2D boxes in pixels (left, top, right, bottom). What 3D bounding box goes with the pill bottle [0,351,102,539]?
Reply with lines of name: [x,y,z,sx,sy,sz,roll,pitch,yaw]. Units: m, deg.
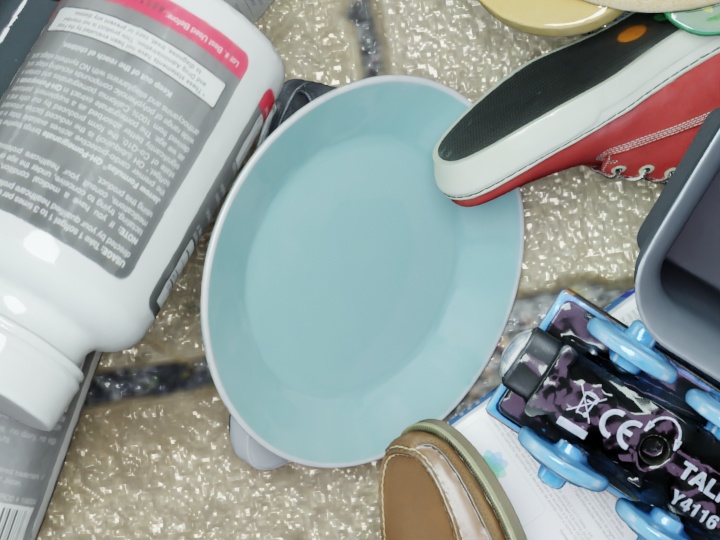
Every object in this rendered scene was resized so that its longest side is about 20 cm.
pill bottle: [-0.193,0.050,0.929,0.113,0.114,0.201,19,88,3]

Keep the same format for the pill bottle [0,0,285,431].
pill bottle: [-0.125,-0.033,0.835,0.110,0.111,0.201,27,75,3]

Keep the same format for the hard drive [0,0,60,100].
hard drive: [-0.216,-0.087,0.928,0.033,0.139,0.200,33,89,-32]

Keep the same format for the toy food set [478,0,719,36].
toy food set: [0.145,-0.204,0.890,0.197,0.049,0.201,1,69,7]

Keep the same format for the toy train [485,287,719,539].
toy train: [0.151,0.086,0.839,0.200,0.114,0.087,32,97,3]

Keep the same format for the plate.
plate: [0.000,0.000,0.917,0.200,0.026,0.201,-14,113,-35]

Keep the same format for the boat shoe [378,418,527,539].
boat shoe: [0.041,0.173,0.860,0.068,0.072,0.201,-17,92,-37]

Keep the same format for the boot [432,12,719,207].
boot: [0.143,-0.050,0.921,0.199,0.072,0.145,-28,118,-6]

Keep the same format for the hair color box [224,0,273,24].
hair color box: [-0.037,-0.206,0.935,0.065,0.109,0.200,42,89,5]

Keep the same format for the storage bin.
storage bin: [0.222,-0.007,0.833,0.199,0.134,0.146,29,99,-7]

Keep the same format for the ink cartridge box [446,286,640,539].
ink cartridge box: [0.137,0.094,0.933,0.200,0.076,0.137,-36,87,2]

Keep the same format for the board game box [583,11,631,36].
board game box: [0.128,-0.233,0.961,0.151,0.047,0.201,28,89,3]

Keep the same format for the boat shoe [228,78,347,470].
boat shoe: [-0.041,0.001,0.952,0.068,0.072,0.201,20,104,36]
